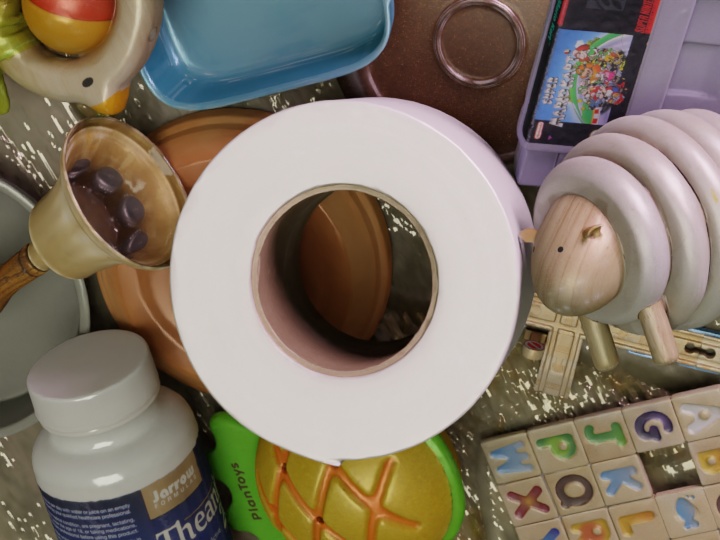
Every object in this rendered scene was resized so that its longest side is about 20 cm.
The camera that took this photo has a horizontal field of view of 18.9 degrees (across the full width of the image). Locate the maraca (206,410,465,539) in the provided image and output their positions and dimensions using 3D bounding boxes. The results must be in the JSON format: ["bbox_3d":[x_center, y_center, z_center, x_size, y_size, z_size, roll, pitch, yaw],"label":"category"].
[{"bbox_3d":[-0.019,0.136,1.408,0.199,0.107,0.138,-10,109,36],"label":"maraca"}]

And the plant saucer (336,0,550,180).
[{"bbox_3d":[0.073,-0.142,1.312,0.198,0.032,0.202,4,114,10],"label":"plant saucer"}]

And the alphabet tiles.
[{"bbox_3d":[0.188,0.179,1.426,0.166,0.008,0.201,-15,111,22],"label":"alphabet tiles"}]

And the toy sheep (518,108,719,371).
[{"bbox_3d":[0.172,-0.026,1.228,0.137,0.199,0.139,27,129,39],"label":"toy sheep"}]

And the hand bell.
[{"bbox_3d":[-0.209,-0.003,1.367,0.199,0.104,0.104,-33,103,33],"label":"hand bell"}]

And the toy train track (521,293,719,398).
[{"bbox_3d":[0.173,0.044,1.368,0.198,0.033,0.116,13,114,4],"label":"toy train track"}]

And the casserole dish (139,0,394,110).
[{"bbox_3d":[-0.061,-0.169,1.304,0.198,0.039,0.122,-12,104,28],"label":"casserole dish"}]

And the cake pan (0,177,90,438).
[{"bbox_3d":[-0.271,0.016,1.439,0.198,0.037,0.202,4,113,9],"label":"cake pan"}]

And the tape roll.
[{"bbox_3d":[0.000,0.000,1.265,0.200,0.139,0.205,1,96,9],"label":"tape roll"}]

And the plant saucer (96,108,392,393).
[{"bbox_3d":[-0.079,-0.004,1.395,0.198,0.038,0.202,4,113,10],"label":"plant saucer"}]

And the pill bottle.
[{"bbox_3d":[-0.150,0.145,1.417,0.110,0.111,0.202,-8,119,14],"label":"pill bottle"}]

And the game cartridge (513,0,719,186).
[{"bbox_3d":[0.166,-0.124,1.249,0.128,0.039,0.201,1,135,-11],"label":"game cartridge"}]

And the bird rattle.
[{"bbox_3d":[-0.189,-0.180,1.309,0.162,0.113,0.202,24,104,12],"label":"bird rattle"}]
